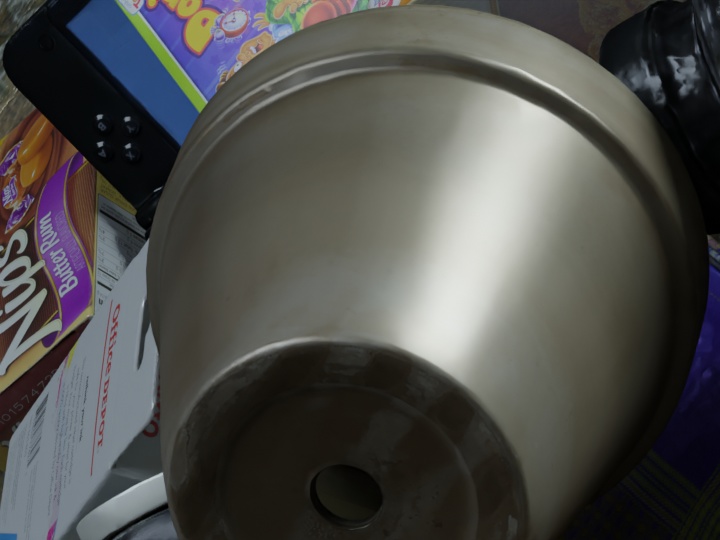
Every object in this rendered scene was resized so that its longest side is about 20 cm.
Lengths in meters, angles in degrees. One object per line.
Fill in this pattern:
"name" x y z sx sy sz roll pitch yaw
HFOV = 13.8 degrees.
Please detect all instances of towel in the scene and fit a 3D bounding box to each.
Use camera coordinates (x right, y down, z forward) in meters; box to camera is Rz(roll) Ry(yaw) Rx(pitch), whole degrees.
"towel" 0.102 0.057 1.108 0.144 0.023 0.200 -54 38 8

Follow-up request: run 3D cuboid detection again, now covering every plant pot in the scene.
"plant pot" 0.009 0.034 0.995 0.200 0.200 0.174 -40 12 27

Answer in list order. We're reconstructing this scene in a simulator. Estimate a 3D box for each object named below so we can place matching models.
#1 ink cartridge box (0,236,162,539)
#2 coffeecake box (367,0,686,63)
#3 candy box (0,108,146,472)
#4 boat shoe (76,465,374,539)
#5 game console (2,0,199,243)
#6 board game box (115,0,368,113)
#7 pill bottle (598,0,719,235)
"ink cartridge box" -0.096 0.078 1.302 0.200 0.068 0.115 128 153 -47
"coffeecake box" 0.125 -0.124 1.138 0.200 0.153 0.073 -36 35 33
"candy box" -0.153 -0.003 1.531 0.117 0.056 0.200 -38 34 30
"boat shoe" -0.016 0.084 1.152 0.200 0.074 0.060 -27 77 13
"game console" -0.064 -0.088 1.390 0.200 0.171 0.118 -42 7 22
"board game box" -0.037 -0.140 1.327 0.135 0.045 0.200 -48 58 16
"pill bottle" 0.187 -0.091 1.035 0.200 0.112 0.112 -27 41 29
